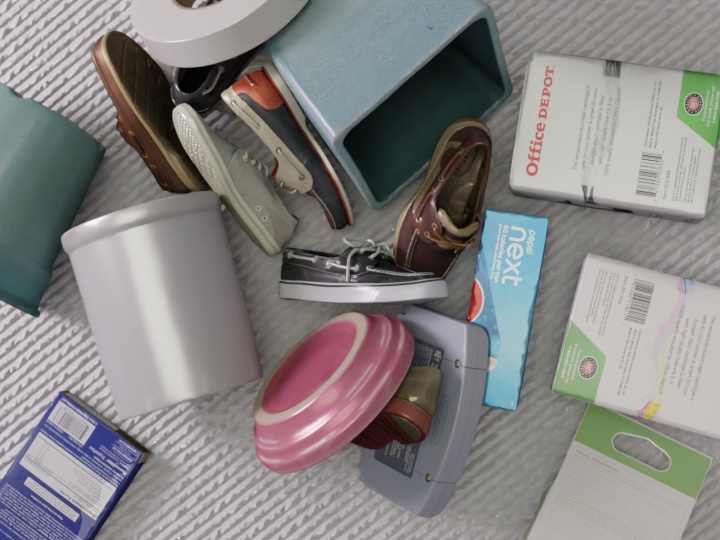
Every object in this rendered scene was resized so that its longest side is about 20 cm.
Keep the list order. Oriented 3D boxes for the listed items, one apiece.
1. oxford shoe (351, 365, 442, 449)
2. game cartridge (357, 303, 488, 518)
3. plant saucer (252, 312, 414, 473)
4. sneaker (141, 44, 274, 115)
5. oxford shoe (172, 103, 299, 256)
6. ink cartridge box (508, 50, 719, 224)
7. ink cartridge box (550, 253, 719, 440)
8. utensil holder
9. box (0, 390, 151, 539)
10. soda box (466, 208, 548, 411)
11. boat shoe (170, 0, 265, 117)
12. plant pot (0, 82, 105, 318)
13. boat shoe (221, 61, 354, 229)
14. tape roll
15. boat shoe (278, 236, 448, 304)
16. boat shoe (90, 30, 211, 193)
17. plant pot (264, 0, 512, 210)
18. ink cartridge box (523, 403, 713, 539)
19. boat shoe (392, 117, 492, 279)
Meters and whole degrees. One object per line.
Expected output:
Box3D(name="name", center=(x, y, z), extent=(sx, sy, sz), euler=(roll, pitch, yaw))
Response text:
Box3D(name="oxford shoe", center=(0.018, 0.135, 1.305), extent=(0.070, 0.200, 0.075), euler=(42, 63, -25))
Box3D(name="game cartridge", center=(0.066, 0.142, 1.306), extent=(0.133, 0.041, 0.201), euler=(19, 96, 48))
Box3D(name="plant saucer", center=(-0.037, 0.112, 1.283), extent=(0.200, 0.201, 0.051), euler=(-40, 109, 5))
Box3D(name="sneaker", center=(-0.175, -0.208, 1.377), extent=(0.199, 0.075, 0.100), euler=(-16, 84, 7))
Box3D(name="oxford shoe", center=(-0.129, -0.102, 1.337), extent=(0.058, 0.075, 0.200), euler=(-41, 122, -9))
Box3D(name="ink cartridge box", center=(0.261, -0.136, 1.307), extent=(0.199, 0.084, 0.147), euler=(10, 89, 9))
Box3D(name="ink cartridge box", center=(0.306, 0.079, 1.292), extent=(0.199, 0.084, 0.146), euler=(15, 89, 9))
Box3D(name="utensil holder", center=(-0.202, 0.038, 1.329), extent=(0.169, 0.170, 0.201), euler=(-17, 89, 7))
Box3D(name="box", center=(-0.335, 0.248, 1.405), extent=(0.121, 0.032, 0.200), euler=(34, 91, 8))
Box3D(name="soda box", center=(0.147, 0.041, 1.327), extent=(0.067, 0.064, 0.201), euler=(10, 89, 8))
Box3D(name="boat shoe", center=(-0.133, -0.251, 1.318), extent=(0.072, 0.063, 0.201), euler=(29, 84, 4))
Box3D(name="plant pot", center=(-0.382, -0.084, 1.353), extent=(0.200, 0.200, 0.197), euler=(28, 85, 8))
Box3D(name="boat shoe", center=(-0.071, -0.120, 1.332), extent=(0.062, 0.071, 0.200), euler=(-33, 116, -4))
Box3D(name="tape roll", center=(-0.133, -0.283, 1.266), extent=(0.202, 0.037, 0.203), euler=(-16, 45, 16))
Box3D(name="boat shoe", center=(0.001, 0.000, 1.326), extent=(0.199, 0.073, 0.069), euler=(2, 89, 38))
Box3D(name="boat shoe", center=(-0.229, -0.159, 1.348), extent=(0.067, 0.072, 0.200), euler=(-13, 127, 27))
Box3D(name="plant pot", center=(0.009, -0.221, 1.294), extent=(0.196, 0.196, 0.200), euler=(-41, 68, -1))
Box3D(name="ink cartridge box", center=(0.258, 0.255, 1.314), extent=(0.145, 0.048, 0.201), euler=(25, 68, 8))
Box3D(name="boat shoe", center=(0.088, -0.054, 1.306), extent=(0.072, 0.072, 0.201), euler=(16, 113, -17))
